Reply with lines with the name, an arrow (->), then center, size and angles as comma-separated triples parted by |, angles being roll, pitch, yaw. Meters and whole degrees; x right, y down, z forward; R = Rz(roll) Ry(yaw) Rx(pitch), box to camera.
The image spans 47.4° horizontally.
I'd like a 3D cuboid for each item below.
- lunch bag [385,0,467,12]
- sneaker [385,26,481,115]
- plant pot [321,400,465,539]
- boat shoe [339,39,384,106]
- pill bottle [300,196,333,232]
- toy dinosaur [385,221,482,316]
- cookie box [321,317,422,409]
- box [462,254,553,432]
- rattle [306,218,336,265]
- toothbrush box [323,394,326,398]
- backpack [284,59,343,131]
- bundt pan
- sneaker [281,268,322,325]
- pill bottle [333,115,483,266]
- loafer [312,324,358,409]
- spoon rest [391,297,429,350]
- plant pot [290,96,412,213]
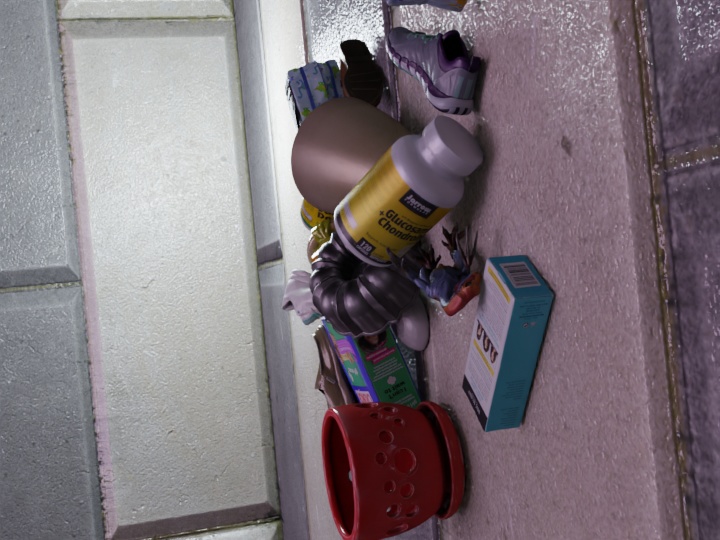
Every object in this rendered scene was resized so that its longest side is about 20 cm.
lunch bag -> 0.085, -0.433, 0.950 | 0.170, 0.127, 0.201 | 129, 141, -67
sneaker -> 0.102, -0.287, 1.070 | 0.200, 0.074, 0.088 | 57, 141, 40
plant pot -> 0.050, 0.294, 1.223 | 0.200, 0.182, 0.201 | 175, 90, -76
boat shoe -> 0.001, -0.326, 1.436 | 0.200, 0.072, 0.068 | -96, 7, -45
pill bottle -> -0.045, -0.157, 1.485 | 0.200, 0.112, 0.113 | 107, 154, -55
toy dinosaur -> 0.122, 0.014, 1.028 | 0.200, 0.105, 0.182 | 53, -164, -35
cookie box -> 0.020, 0.159, 1.400 | 0.200, 0.075, 0.171 | 66, 166, -4
box -> 0.168, 0.088, 0.957 | 0.082, 0.049, 0.200 | -113, 23, -52
rattle -> -0.023, 0.015, 1.475 | 0.143, 0.130, 0.200 | -122, 20, -57
toothbrush box -> -0.022, 0.212, 1.666 | 0.200, 0.085, 0.147 | -136, 43, -67
backpack -> -0.076, -0.311, 1.575 | 0.200, 0.153, 0.164 | 46, -153, -50
bundt pan -> 0.000, 0.000, 1.282 | 0.076, 0.202, 0.202 | 40, -158, -43
sneaker -> -0.070, 0.057, 1.424 | 0.200, 0.075, 0.089 | 10, 69, 55
pill bottle -> 0.063, -0.103, 1.063 | 0.200, 0.112, 0.112 | -45, 46, 34
loafer -> -0.055, 0.194, 1.505 | 0.076, 0.067, 0.200 | 53, -165, -64
spoon rest -> 0.063, 0.058, 1.370 | 0.200, 0.060, 0.100 | 43, 139, 49
plant pot -> 0.021, -0.156, 1.235 | 0.200, 0.187, 0.188 | 29, 124, 55
